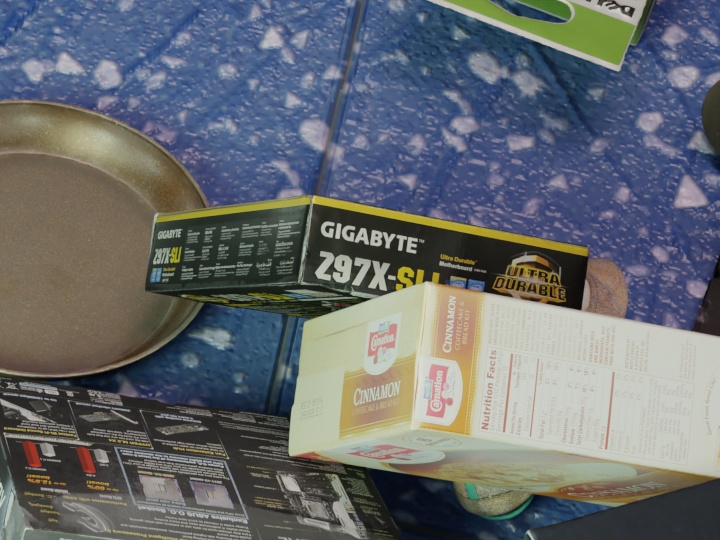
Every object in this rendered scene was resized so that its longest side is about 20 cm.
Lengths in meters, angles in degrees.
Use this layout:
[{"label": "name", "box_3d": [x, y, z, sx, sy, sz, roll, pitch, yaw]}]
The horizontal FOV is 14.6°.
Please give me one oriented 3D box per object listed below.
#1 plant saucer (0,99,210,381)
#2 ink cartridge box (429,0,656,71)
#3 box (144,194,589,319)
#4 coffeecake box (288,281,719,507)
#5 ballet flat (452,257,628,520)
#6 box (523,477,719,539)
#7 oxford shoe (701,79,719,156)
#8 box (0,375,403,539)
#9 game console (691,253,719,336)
[{"label": "plant saucer", "box_3d": [-0.178, -0.012, 1.538, 0.200, 0.032, 0.200, 7, 47, -7]}, {"label": "ink cartridge box", "box_3d": [0.112, -0.189, 1.734, 0.148, 0.076, 0.200, 21, 49, 5]}, {"label": "box", "box_3d": [0.000, 0.000, 1.447, 0.159, 0.200, 0.049, 12, 83, -25]}, {"label": "coffeecake box", "box_3d": [0.087, 0.065, 1.375, 0.200, 0.153, 0.073, 11, 78, -21]}, {"label": "ballet flat", "box_3d": [0.095, 0.044, 1.519, 0.068, 0.067, 0.200, -8, 38, 30]}, {"label": "box", "box_3d": [0.164, 0.197, 1.322, 0.198, 0.200, 0.123, -13, 54, -24]}, {"label": "oxford shoe", "box_3d": [0.298, -0.060, 1.685, 0.200, 0.071, 0.071, 29, 21, 12]}, {"label": "box", "box_3d": [-0.085, 0.118, 1.369, 0.200, 0.050, 0.158, 9, 22, -20]}, {"label": "game console", "box_3d": [0.297, 0.023, 1.569, 0.200, 0.173, 0.119, 21, 21, 5]}]
